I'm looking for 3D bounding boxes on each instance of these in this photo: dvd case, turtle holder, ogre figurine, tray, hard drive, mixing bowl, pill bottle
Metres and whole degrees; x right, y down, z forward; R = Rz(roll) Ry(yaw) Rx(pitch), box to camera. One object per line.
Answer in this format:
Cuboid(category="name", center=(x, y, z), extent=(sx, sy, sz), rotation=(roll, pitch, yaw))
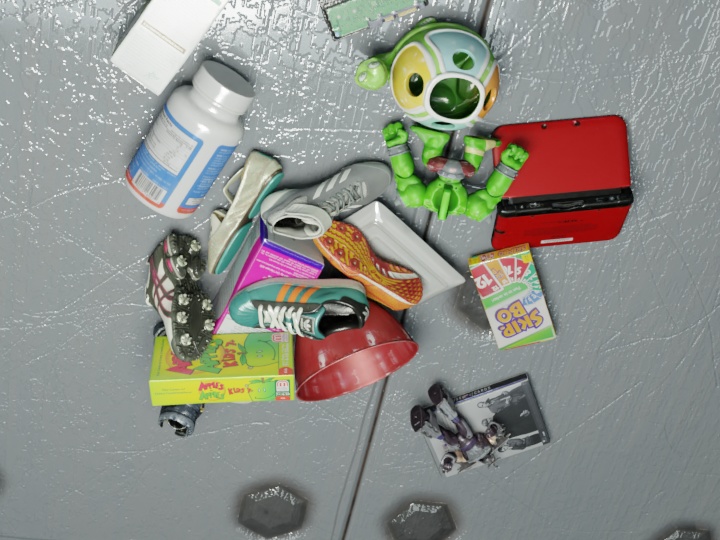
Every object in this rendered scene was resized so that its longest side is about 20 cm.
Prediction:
Cuboid(category="dvd case", center=(0.210, 0.267, 1.717), extent=(0.199, 0.025, 0.151), rotation=(-19, 120, 7))
Cuboid(category="turtle holder", center=(0.100, -0.261, 1.335), extent=(0.185, 0.132, 0.141), rotation=(33, 113, -22))
Cuboid(category="ogre figurine", center=(0.124, -0.137, 1.424), extent=(0.199, 0.098, 0.120), rotation=(7, 105, -15))
Cuboid(category="tray", center=(0.055, -0.017, 1.515), extent=(0.200, 0.022, 0.107), rotation=(40, 134, -24))
Cuboid(category="hard drive", center=(-0.006, -0.412, 1.292), extent=(0.139, 0.038, 0.200), rotation=(-20, 119, 6))
Cuboid(category="mixing bowl", center=(-0.022, 0.107, 1.529), extent=(0.200, 0.109, 0.200), rotation=(-20, 160, -8))
Cuboid(category="pill bottle", center=(-0.227, -0.178, 1.364), extent=(0.112, 0.112, 0.200), rotation=(29, 113, -20))

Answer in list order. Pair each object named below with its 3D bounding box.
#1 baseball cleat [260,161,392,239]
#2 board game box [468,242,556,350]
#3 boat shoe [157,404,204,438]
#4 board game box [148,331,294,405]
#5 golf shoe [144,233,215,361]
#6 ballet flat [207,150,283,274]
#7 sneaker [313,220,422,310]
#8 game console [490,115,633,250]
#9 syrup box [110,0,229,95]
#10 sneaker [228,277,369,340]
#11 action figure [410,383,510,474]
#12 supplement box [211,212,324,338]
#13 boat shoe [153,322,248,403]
Cuboid(category="baseball cleat", center=(-0.038, -0.091, 1.421), extent=(0.200, 0.107, 0.070), rotation=(-20, 127, -7))
Cuboid(category="board game box", center=(0.242, 0.050, 1.579), extent=(0.095, 0.030, 0.200), rotation=(-14, 128, 14))
Cuboid(category="boat shoe", center=(-0.282, 0.212, 1.545), extent=(0.071, 0.091, 0.200), rotation=(28, 154, -9))
Cuboid(category="board game box", center=(-0.195, 0.139, 1.440), extent=(0.199, 0.102, 0.048), rotation=(-2, 124, -4))
Cuboid(category="golf shoe", center=(-0.265, 0.047, 1.456), extent=(0.088, 0.200, 0.077), rotation=(-28, 147, 32))
Cuboid(category="ballet flat", center=(-0.181, -0.086, 1.462), extent=(0.062, 0.067, 0.200), rotation=(37, 109, 7))
Cuboid(category="sneaker", center=(0.000, 0.000, 1.484), extent=(0.200, 0.073, 0.077), rotation=(40, 144, -19))
Cuboid(category="game console", center=(0.292, -0.126, 1.500), extent=(0.199, 0.119, 0.172), rotation=(-5, 152, -2))
Cuboid(category="syrup box", center=(-0.231, -0.334, 1.291), extent=(0.081, 0.079, 0.200), rotation=(35, 111, -22))
Cuboid(category="sneaker", center=(-0.086, 0.057, 1.415), extent=(0.199, 0.080, 0.072), rotation=(-5, 122, -4))
Cuboid(category="action figure", center=(0.166, 0.278, 1.667), extent=(0.130, 0.069, 0.200), rotation=(-44, 119, 8))
Cuboid(category="supplement box", center=(-0.144, 0.026, 1.497), extent=(0.103, 0.101, 0.200), rotation=(24, 116, -19))
Cuboid(category="boat shoe", center=(-0.241, 0.144, 1.577), extent=(0.200, 0.062, 0.075), rotation=(31, 95, -30))
